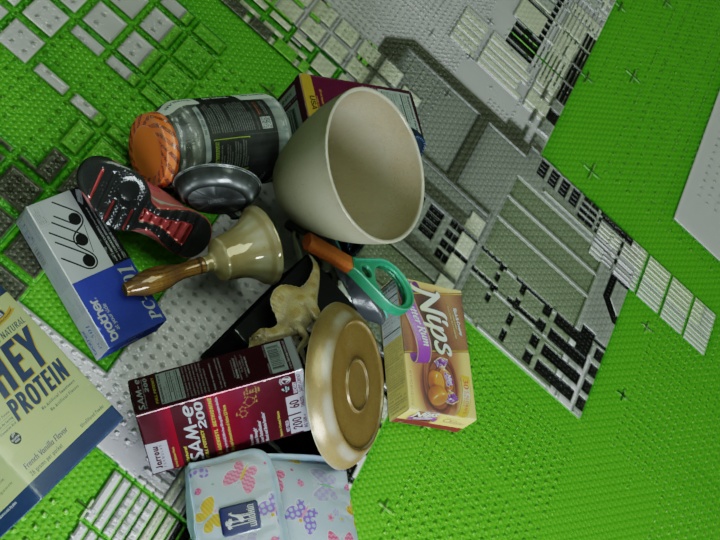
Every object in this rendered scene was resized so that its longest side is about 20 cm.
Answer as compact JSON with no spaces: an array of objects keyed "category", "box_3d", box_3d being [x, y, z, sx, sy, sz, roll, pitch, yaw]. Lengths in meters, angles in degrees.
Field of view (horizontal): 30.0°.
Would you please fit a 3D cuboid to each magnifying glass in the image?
[{"category":"magnifying glass","box_3d":[0.000,0.000,1.801,0.199,0.022,0.080,28,40,-36]}]

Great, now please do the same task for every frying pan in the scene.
[{"category":"frying pan","box_3d":[-0.186,-0.086,1.750,0.113,0.191,0.031,1,64,-4]}]

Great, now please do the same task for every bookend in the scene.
[{"category":"bookend","box_3d":[-0.068,0.112,1.743,0.199,0.092,0.200,48,46,-6]}]

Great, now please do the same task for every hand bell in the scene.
[{"category":"hand bell","box_3d":[-0.204,-0.003,1.670,0.198,0.104,0.105,-20,77,-31]}]

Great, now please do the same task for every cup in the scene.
[{"category":"cup","box_3d":[-0.030,-0.122,1.757,0.199,0.142,0.203,17,67,-47]}]

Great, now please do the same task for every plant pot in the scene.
[{"category":"plant pot","box_3d":[-0.013,0.139,1.626,0.200,0.027,0.203,-5,90,-66]}]

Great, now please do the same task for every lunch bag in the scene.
[{"category":"lunch bag","box_3d":[-0.106,0.308,1.579,0.198,0.127,0.171,9,54,-29]}]

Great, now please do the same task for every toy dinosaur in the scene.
[{"category":"toy dinosaur","box_3d":[-0.066,0.052,1.672,0.101,0.058,0.201,44,45,-8]}]

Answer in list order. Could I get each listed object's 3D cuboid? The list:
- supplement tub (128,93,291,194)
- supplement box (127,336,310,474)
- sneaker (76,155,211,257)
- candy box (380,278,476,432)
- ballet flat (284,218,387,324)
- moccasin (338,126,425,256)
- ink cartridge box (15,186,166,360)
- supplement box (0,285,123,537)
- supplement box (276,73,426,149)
[{"category":"supplement tub","box_3d":[-0.199,-0.168,1.785,0.198,0.122,0.124,-11,71,-40]},{"category":"supplement box","box_3d":[-0.162,0.158,1.572,0.197,0.110,0.061,-15,43,-9]},{"category":"sneaker","box_3d":[-0.283,-0.081,1.693,0.199,0.087,0.074,34,88,-36]},{"category":"candy box","box_3d":[0.093,0.117,1.883,0.115,0.056,0.203,13,59,-29]},{"category":"ballet flat","box_3d":[-0.041,0.002,1.850,0.073,0.073,0.201,-34,94,-43]},{"category":"moccasin","box_3d":[0.034,-0.103,1.878,0.080,0.201,0.068,20,18,-43]},{"category":"ink cartridge box","box_3d":[-0.329,0.000,1.646,0.094,0.044,0.201,-26,82,-41]},{"category":"supplement box","box_3d":[-0.391,0.156,1.404,0.200,0.200,0.134,47,46,-3]},{"category":"supplement box","box_3d":[-0.027,-0.195,1.922,0.198,0.131,0.104,4,61,-36]}]
